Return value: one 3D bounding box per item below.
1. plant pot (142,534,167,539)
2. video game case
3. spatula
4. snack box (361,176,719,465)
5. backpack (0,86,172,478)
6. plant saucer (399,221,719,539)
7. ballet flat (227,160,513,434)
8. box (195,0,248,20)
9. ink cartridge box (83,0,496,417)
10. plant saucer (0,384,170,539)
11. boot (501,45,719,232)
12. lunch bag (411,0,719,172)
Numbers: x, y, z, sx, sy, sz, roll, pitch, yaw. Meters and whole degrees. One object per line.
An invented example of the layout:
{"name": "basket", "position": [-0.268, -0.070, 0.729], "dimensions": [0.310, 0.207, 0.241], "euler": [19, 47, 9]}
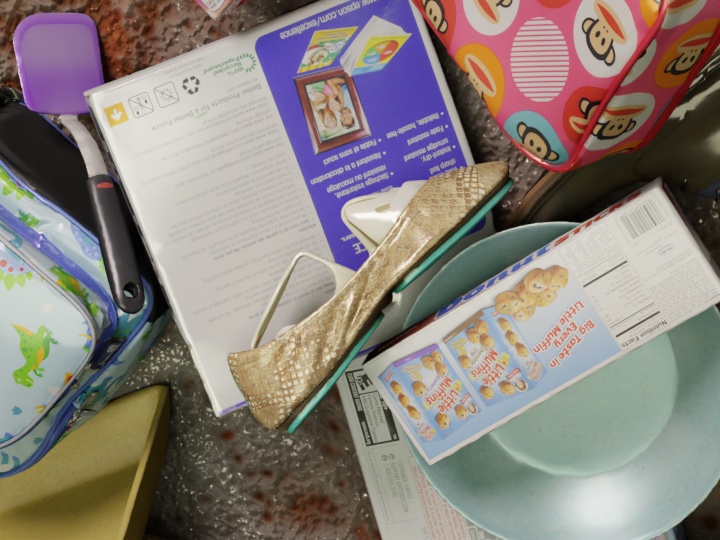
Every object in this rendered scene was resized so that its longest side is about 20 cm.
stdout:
{"name": "plant pot", "position": [-0.162, 0.279, 1.199], "dimensions": [0.201, 0.201, 0.189], "euler": [44, 99, -3]}
{"name": "video game case", "position": [0.094, 0.118, 1.142], "dimensions": [0.179, 0.045, 0.202], "euler": [-11, 105, 18]}
{"name": "spatula", "position": [-0.159, -0.064, 1.094], "dimensions": [0.021, 0.056, 0.202], "euler": [-49, 53, 48]}
{"name": "snack box", "position": [0.100, 0.031, 1.031], "dimensions": [0.199, 0.024, 0.072], "euler": [-32, 99, 21]}
{"name": "backpack", "position": [-0.227, 0.026, 1.144], "dimensions": [0.183, 0.147, 0.201], "euler": [39, 117, 2]}
{"name": "plant saucer", "position": [0.119, 0.064, 1.073], "dimensions": [0.199, 0.039, 0.203], "euler": [4, 109, 13]}
{"name": "ballet flat", "position": [0.000, 0.000, 1.042], "dimensions": [0.065, 0.071, 0.200], "euler": [42, 87, 1]}
{"name": "box", "position": [-0.036, -0.245, 1.021], "dimensions": [0.095, 0.100, 0.200], "euler": [45, 114, -2]}
{"name": "ink cartridge box", "position": [-0.033, -0.045, 1.081], "dimensions": [0.196, 0.043, 0.202], "euler": [-22, 101, -5]}
{"name": "plant saucer", "position": [-0.207, 0.178, 1.173], "dimensions": [0.198, 0.201, 0.049], "euler": [-22, 120, 22]}
{"name": "boot", "position": [0.173, -0.058, 1.044], "dimensions": [0.097, 0.075, 0.200], "euler": [46, 112, -1]}
{"name": "lunch bag", "position": [0.103, -0.172, 0.957], "dimensions": [0.201, 0.081, 0.177], "euler": [58, 144, 23]}
